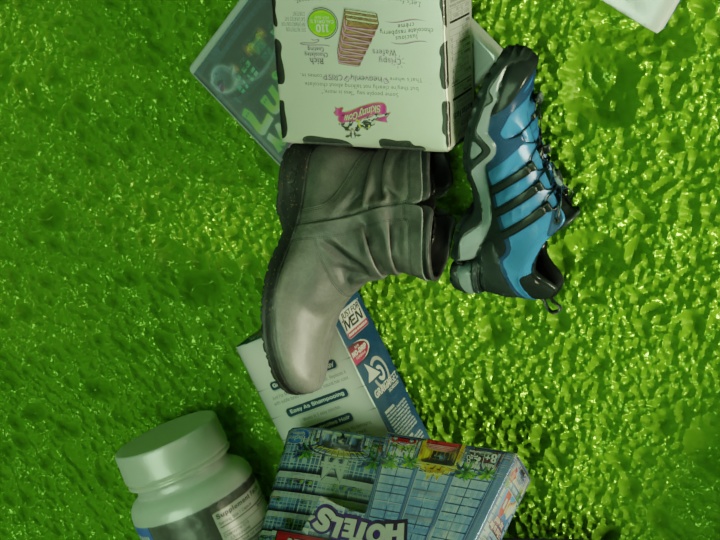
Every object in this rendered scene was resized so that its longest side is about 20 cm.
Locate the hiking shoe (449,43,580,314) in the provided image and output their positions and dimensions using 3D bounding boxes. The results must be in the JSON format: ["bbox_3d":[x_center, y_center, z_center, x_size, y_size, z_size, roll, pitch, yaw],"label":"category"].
[{"bbox_3d":[0.120,-0.068,1.039,0.086,0.074,0.200,13,125,15],"label":"hiking shoe"}]

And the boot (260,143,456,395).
[{"bbox_3d":[0.000,0.000,1.070,0.131,0.070,0.201,5,95,26],"label":"boot"}]

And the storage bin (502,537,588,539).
[{"bbox_3d":[0.103,0.289,1.133,0.199,0.094,0.135,-3,125,17],"label":"storage bin"}]

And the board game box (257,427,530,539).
[{"bbox_3d":[0.006,0.223,1.069,0.200,0.200,0.062,6,155,22],"label":"board game box"}]

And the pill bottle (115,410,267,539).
[{"bbox_3d":[-0.131,0.231,1.253,0.114,0.114,0.200,-18,100,32],"label":"pill bottle"}]

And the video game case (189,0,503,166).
[{"bbox_3d":[-0.016,-0.159,1.095,0.182,0.023,0.200,46,123,5],"label":"video game case"}]

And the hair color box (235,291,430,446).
[{"bbox_3d":[-0.009,0.126,1.179,0.100,0.061,0.200,-22,98,29],"label":"hair color box"}]

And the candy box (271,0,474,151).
[{"bbox_3d":[0.008,-0.190,1.022,0.136,0.061,0.201,6,111,24],"label":"candy box"}]

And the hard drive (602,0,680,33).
[{"bbox_3d":[0.191,-0.276,0.939,0.132,0.025,0.200,35,121,11],"label":"hard drive"}]
